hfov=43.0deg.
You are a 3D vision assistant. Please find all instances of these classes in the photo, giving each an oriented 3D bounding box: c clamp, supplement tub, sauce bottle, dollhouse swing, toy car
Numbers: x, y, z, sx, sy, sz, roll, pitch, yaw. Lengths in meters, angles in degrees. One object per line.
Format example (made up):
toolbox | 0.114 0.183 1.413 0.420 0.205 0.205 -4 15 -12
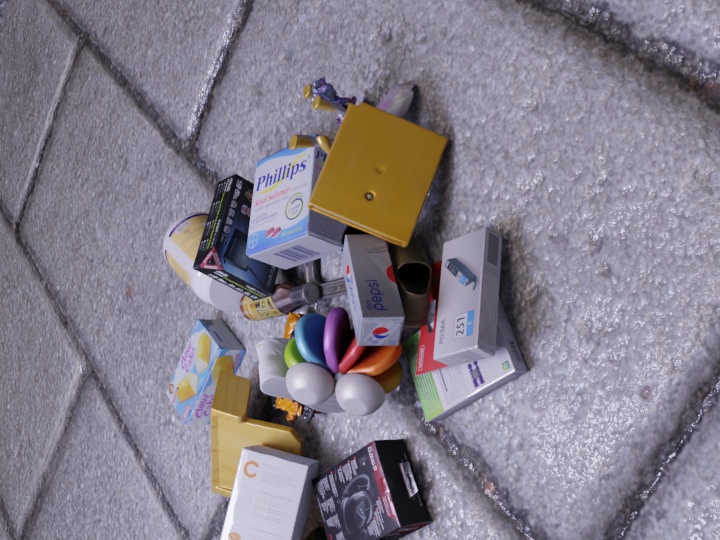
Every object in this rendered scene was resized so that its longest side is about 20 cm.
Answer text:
c clamp | -0.055 -0.033 1.701 0.200 0.027 0.171 -5 82 46
supplement tub | -0.303 -0.019 1.882 0.200 0.145 0.146 40 114 42
sauce bottle | -0.157 0.056 1.768 0.200 0.066 0.066 -16 74 49
dollhouse swing | -0.196 0.323 1.764 0.182 0.176 0.200 -90 3 -63
toy car | -0.027 0.129 1.499 0.175 0.200 0.150 -70 -13 -46

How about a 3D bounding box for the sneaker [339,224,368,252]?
sneaker | 0.000 0.000 1.575 0.071 0.099 0.200 -2 82 20

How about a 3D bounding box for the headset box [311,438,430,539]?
headset box | 0.020 0.382 1.533 0.200 0.077 0.149 -40 58 36

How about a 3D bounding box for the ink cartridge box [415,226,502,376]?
ink cartridge box | 0.139 0.051 1.419 0.176 0.045 0.200 -23 51 47

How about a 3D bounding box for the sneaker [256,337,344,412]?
sneaker | -0.094 0.177 1.611 0.074 0.200 0.116 -47 38 26

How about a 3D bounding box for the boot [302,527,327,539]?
boot | -0.110 0.578 1.663 0.200 0.066 0.175 -41 45 36

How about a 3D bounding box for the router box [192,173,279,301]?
router box | -0.221 -0.063 1.751 0.062 0.150 0.200 -15 54 45

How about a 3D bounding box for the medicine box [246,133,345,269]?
medicine box | -0.111 -0.124 1.696 0.182 0.103 0.200 -17 62 44

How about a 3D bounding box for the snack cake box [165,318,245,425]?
snack cake box | -0.331 0.216 1.940 0.115 0.067 0.200 43 116 40

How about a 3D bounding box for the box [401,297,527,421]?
box | 0.159 0.135 1.445 0.200 0.036 0.144 -37 59 37

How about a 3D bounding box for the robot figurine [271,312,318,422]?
robot figurine | -0.106 0.185 1.708 0.145 0.058 0.200 12 93 48

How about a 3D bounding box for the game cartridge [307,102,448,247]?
game cartridge | 0.030 -0.160 1.493 0.032 0.176 0.200 122 170 -74

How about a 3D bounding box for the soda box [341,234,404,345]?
soda box | 0.018 0.027 1.440 0.200 0.068 0.063 -101 15 -48

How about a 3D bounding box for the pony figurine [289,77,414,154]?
pony figurine | -0.011 -0.250 1.588 0.166 0.200 0.193 -11 61 53

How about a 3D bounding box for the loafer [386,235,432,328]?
loafer | 0.083 0.003 1.480 0.200 0.076 0.067 -100 22 -43

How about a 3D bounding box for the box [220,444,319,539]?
box | -0.161 0.421 1.610 0.124 0.097 0.200 13 86 11
